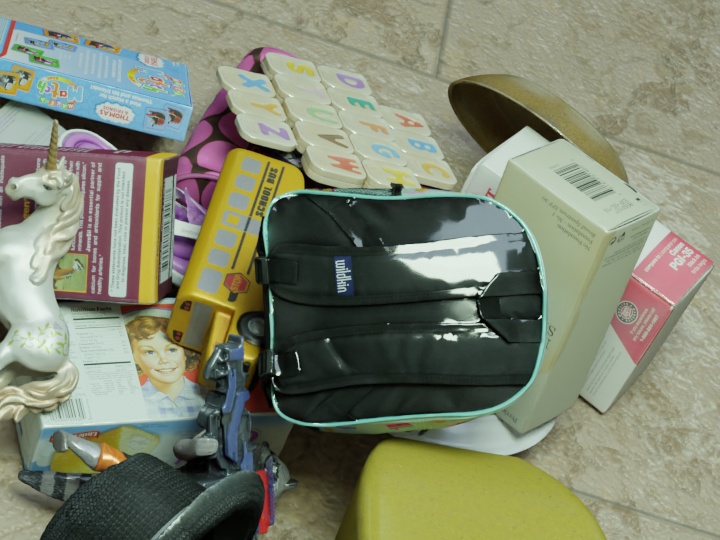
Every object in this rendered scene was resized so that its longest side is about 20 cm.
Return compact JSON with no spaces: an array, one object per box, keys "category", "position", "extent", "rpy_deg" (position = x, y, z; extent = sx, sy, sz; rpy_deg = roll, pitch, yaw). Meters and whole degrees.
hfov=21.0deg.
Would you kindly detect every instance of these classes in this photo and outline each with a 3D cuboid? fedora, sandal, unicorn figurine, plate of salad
[{"category":"fedora","position":[-0.153,0.190,1.277],"extent":[0.092,0.201,0.200],"rpy_deg":[41,48,16]},{"category":"sandal","position":[-0.157,-0.046,1.534],"extent":[0.202,0.050,0.083],"rpy_deg":[36,38,-6]},{"category":"unicorn figurine","position":[-0.250,0.010,1.382],"extent":[0.137,0.074,0.201],"rpy_deg":[-16,92,-3]},{"category":"plate of salad","position":[0.062,0.088,1.564],"extent":[0.199,0.048,0.200],"rpy_deg":[13,35,-9]}]

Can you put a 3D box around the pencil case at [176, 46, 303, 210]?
[{"category":"pencil case","position":[-0.091,-0.107,1.648],"extent":[0.093,0.091,0.200],"rpy_deg":[1,42,20]}]

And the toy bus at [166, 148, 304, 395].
[{"category":"toy bus","position":[-0.092,0.003,1.465],"extent":[0.078,0.065,0.200],"rpy_deg":[19,48,-4]}]

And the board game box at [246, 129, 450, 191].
[{"category":"board game box","position":[0.016,-0.059,1.562],"extent":[0.200,0.032,0.120],"rpy_deg":[35,25,26]}]

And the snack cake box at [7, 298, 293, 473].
[{"category":"snack cake box","position":[-0.160,0.085,1.460],"extent":[0.199,0.067,0.115],"rpy_deg":[-1,50,-24]}]

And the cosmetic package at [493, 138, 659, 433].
[{"category":"cosmetic package","position":[0.139,0.013,1.486],"extent":[0.103,0.200,0.073],"rpy_deg":[38,38,27]}]

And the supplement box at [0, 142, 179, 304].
[{"category":"supplement box","position":[-0.242,-0.039,1.455],"extent":[0.199,0.111,0.086],"rpy_deg":[4,6,3]}]

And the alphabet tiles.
[{"category":"alphabet tiles","position":[-0.018,-0.120,1.592],"extent":[0.195,0.015,0.200],"rpy_deg":[13,29,-24]}]

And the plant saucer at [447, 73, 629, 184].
[{"category":"plant saucer","position":[0.164,-0.109,1.684],"extent":[0.200,0.200,0.035],"rpy_deg":[37,79,12]}]

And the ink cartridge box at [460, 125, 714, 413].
[{"category":"ink cartridge box","position":[0.171,-0.003,1.620],"extent":[0.200,0.147,0.083],"rpy_deg":[38,46,13]}]

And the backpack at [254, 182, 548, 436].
[{"category":"backpack","position":[0.038,0.028,1.378],"extent":[0.199,0.153,0.176],"rpy_deg":[-4,82,12]}]

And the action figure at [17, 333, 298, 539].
[{"category":"action figure","position":[-0.135,0.138,1.384],"extent":[0.193,0.201,0.105],"rpy_deg":[2,7,-30]}]

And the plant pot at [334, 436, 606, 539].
[{"category":"plant pot","position":[0.059,0.228,1.349],"extent":[0.195,0.195,0.200],"rpy_deg":[10,36,-14]}]

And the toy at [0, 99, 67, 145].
[{"category":"toy","position":[-0.235,-0.040,1.553],"extent":[0.200,0.047,0.115],"rpy_deg":[37,46,3]}]

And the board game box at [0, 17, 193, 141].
[{"category":"board game box","position":[-0.242,-0.166,1.624],"extent":[0.199,0.037,0.151],"rpy_deg":[13,17,-11]}]
